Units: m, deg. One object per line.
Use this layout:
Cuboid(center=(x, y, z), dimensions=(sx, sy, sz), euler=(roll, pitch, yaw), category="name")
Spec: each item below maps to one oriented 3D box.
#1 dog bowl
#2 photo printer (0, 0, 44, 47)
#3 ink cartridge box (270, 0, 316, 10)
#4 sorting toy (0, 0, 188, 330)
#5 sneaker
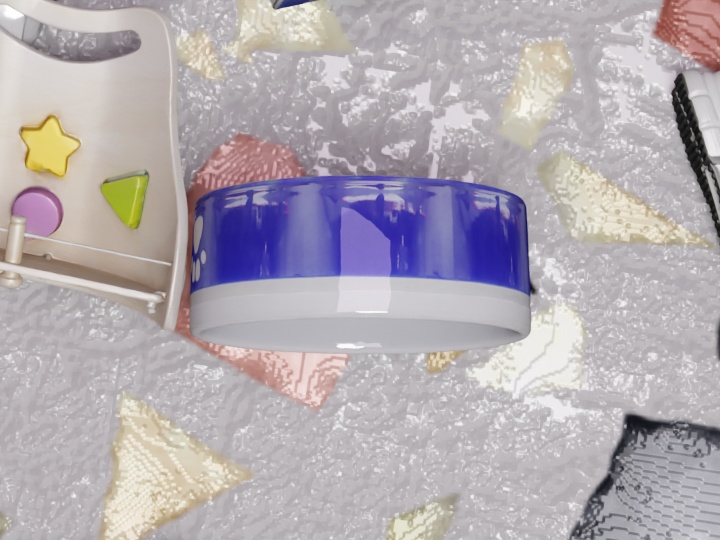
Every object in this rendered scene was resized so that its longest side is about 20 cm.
Cuboid(center=(0.000, 0.000, 1.353), dimensions=(0.198, 0.200, 0.080), euler=(0, 83, -2), category="dog bowl")
Cuboid(center=(-0.257, -0.228, 1.416), dimensions=(0.165, 0.069, 0.202), euler=(15, 96, 1), category="photo printer")
Cuboid(center=(0.014, -0.279, 1.442), dimensions=(0.195, 0.043, 0.202), euler=(-13, 83, -15), category="ink cartridge box")
Cuboid(center=(-0.187, -0.077, 1.382), dimensions=(0.198, 0.107, 0.182), euler=(12, 97, -1), category="sorting toy")
Cuboid(center=(0.257, -0.036, 1.429), dimensions=(0.079, 0.074, 0.202), euler=(-15, 86, -5), category="sneaker")
